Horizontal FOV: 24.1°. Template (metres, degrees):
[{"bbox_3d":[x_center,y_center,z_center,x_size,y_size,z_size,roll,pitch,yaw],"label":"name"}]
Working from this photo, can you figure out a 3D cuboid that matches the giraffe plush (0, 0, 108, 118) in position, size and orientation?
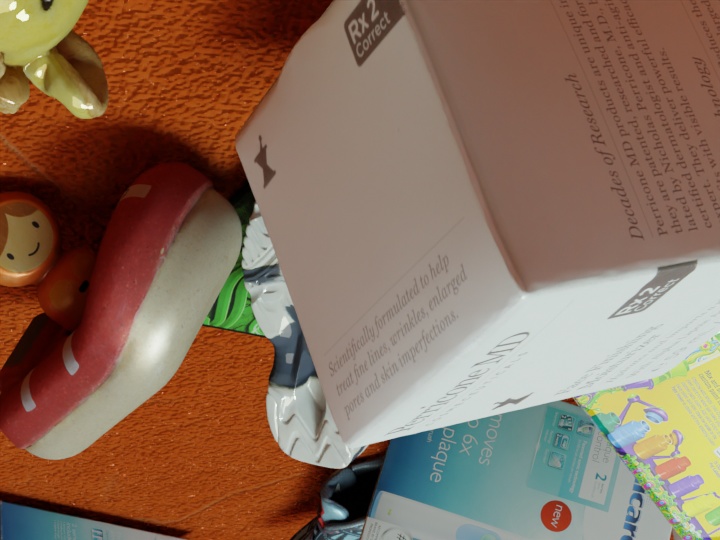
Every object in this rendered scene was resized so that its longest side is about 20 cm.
[{"bbox_3d":[-0.128,-0.146,0.568,0.171,0.163,0.200,5,149,-21],"label":"giraffe plush"}]

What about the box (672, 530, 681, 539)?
[{"bbox_3d":[0.396,0.237,1.459,0.152,0.107,0.199,19,143,-39],"label":"box"}]

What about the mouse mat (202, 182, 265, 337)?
[{"bbox_3d":[-0.031,-0.005,1.021,0.160,0.008,0.200,12,148,-31],"label":"mouse mat"}]

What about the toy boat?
[{"bbox_3d":[-0.157,0.006,0.923,0.130,0.131,0.200,38,136,-14],"label":"toy boat"}]

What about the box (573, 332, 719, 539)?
[{"bbox_3d":[0.248,0.059,0.978,0.192,0.122,0.200,-27,121,20],"label":"box"}]

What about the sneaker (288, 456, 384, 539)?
[{"bbox_3d":[-0.007,0.188,1.332,0.095,0.080,0.200,30,127,-35],"label":"sneaker"}]

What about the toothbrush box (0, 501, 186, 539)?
[{"bbox_3d":[-0.251,0.267,1.379,0.199,0.086,0.146,20,141,-39],"label":"toothbrush box"}]

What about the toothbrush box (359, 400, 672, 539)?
[{"bbox_3d":[0.108,0.164,1.145,0.199,0.147,0.085,18,158,3],"label":"toothbrush box"}]

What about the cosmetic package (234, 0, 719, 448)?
[{"bbox_3d":[0.079,-0.040,0.760,0.199,0.166,0.165,-10,159,-32],"label":"cosmetic package"}]

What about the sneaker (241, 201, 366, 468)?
[{"bbox_3d":[0.000,0.000,0.965,0.079,0.130,0.201,7,119,26],"label":"sneaker"}]
